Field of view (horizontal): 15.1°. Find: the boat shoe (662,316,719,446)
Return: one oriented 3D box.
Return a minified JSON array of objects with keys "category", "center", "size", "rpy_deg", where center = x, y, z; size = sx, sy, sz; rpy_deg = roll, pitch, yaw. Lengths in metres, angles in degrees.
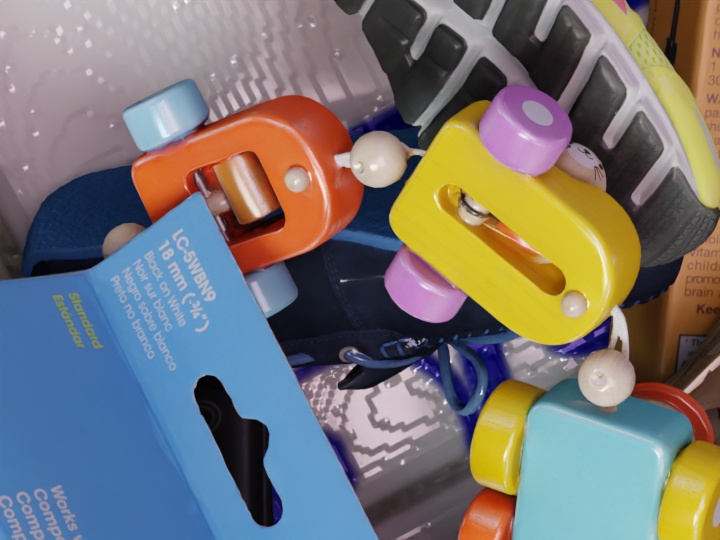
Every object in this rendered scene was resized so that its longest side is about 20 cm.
[{"category":"boat shoe","center":[0.125,0.047,0.793],"size":[0.200,0.065,0.071],"rpy_deg":[-40,108,3]}]

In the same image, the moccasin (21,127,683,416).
[{"category":"moccasin","center":[0.000,0.000,0.824],"size":[0.199,0.081,0.068],"rpy_deg":[0,123,14]}]

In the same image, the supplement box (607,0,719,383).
[{"category":"supplement box","center":[0.120,-0.019,0.843],"size":[0.069,0.067,0.201],"rpy_deg":[1,105,-10]}]

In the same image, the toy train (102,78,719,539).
[{"category":"toy train","center":[0.025,0.020,0.747],"size":[0.150,0.056,0.200],"rpy_deg":[-25,97,37]}]

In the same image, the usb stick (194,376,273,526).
[{"category":"usb stick","center":[-0.049,0.116,0.753],"size":[0.055,0.200,0.033],"rpy_deg":[-14,138,14]}]

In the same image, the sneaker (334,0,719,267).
[{"category":"sneaker","center":[0.041,-0.090,0.774],"size":[0.200,0.090,0.078],"rpy_deg":[50,137,10]}]

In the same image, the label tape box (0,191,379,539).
[{"category":"label tape box","center":[-0.104,0.085,0.711],"size":[0.200,0.063,0.144],"rpy_deg":[-37,64,18]}]
